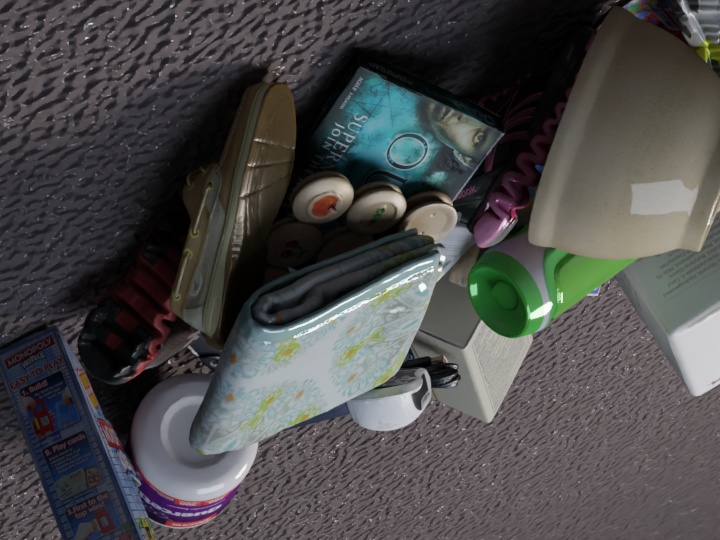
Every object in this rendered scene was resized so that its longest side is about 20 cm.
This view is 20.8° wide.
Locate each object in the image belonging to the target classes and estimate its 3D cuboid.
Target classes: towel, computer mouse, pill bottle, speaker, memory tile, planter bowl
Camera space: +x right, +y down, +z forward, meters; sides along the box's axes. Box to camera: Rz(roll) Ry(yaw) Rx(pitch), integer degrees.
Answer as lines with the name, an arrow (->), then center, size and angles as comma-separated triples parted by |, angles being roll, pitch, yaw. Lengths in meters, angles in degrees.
towel -> -0.031, 0.058, 1.527 | 0.199, 0.048, 0.172 | -21, 149, -36
computer mouse -> 0.025, 0.111, 1.715 | 0.109, 0.044, 0.200 | -6, -175, 10
pill bottle -> -0.158, 0.169, 1.772 | 0.112, 0.113, 0.200 | -21, 167, -16
speaker -> 0.186, -0.019, 1.722 | 0.199, 0.088, 0.089 | -32, 159, -33
memory tile -> -0.025, 0.003, 1.564 | 0.152, 0.017, 0.200 | 10, 131, -35
planter bowl -> 0.230, -0.092, 1.560 | 0.200, 0.134, 0.202 | 22, 90, -79

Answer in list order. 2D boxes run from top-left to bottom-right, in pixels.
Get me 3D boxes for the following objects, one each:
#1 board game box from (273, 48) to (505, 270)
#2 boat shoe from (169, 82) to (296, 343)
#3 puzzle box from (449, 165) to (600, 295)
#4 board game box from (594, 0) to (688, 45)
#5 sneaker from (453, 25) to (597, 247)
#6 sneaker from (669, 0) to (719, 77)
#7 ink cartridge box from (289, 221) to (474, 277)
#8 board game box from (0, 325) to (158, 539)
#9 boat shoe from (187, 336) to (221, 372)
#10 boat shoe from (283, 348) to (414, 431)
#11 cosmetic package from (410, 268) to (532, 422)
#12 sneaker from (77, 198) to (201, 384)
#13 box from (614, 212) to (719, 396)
board game box -> 0.006, -0.071, 1.556 | 0.135, 0.028, 0.200 | 22, 126, -21
boat shoe -> -0.102, -0.048, 1.471 | 0.074, 0.066, 0.202 | -4, 110, -63
puzzle box -> 0.167, -0.045, 1.773 | 0.199, 0.025, 0.134 | 2, 107, -48
board game box -> 0.263, -0.176, 1.698 | 0.199, 0.039, 0.158 | 1, 141, -45
sneaker -> 0.123, -0.123, 1.612 | 0.201, 0.095, 0.079 | -58, 167, 2
sneaker -> 0.301, -0.219, 1.613 | 0.085, 0.074, 0.201 | -52, 145, -41
ink cartridge box -> 0.000, 0.000, 1.709 | 0.115, 0.068, 0.200 | 6, 136, -48
board game box -> -0.232, 0.152, 1.638 | 0.061, 0.201, 0.200 | -24, 173, -2
boat shoe -> -0.107, 0.063, 1.717 | 0.072, 0.063, 0.200 | -35, 153, 11
boat shoe -> -0.037, 0.112, 1.846 | 0.199, 0.085, 0.069 | -28, 171, -9
cosmetic package -> 0.104, 0.058, 1.869 | 0.104, 0.073, 0.200 | -61, 159, -18
sneaker -> -0.143, 0.005, 1.577 | 0.201, 0.071, 0.098 | -50, 166, 16
box -> 0.354, -0.018, 1.922 | 0.199, 0.172, 0.199 | -31, 154, 3
